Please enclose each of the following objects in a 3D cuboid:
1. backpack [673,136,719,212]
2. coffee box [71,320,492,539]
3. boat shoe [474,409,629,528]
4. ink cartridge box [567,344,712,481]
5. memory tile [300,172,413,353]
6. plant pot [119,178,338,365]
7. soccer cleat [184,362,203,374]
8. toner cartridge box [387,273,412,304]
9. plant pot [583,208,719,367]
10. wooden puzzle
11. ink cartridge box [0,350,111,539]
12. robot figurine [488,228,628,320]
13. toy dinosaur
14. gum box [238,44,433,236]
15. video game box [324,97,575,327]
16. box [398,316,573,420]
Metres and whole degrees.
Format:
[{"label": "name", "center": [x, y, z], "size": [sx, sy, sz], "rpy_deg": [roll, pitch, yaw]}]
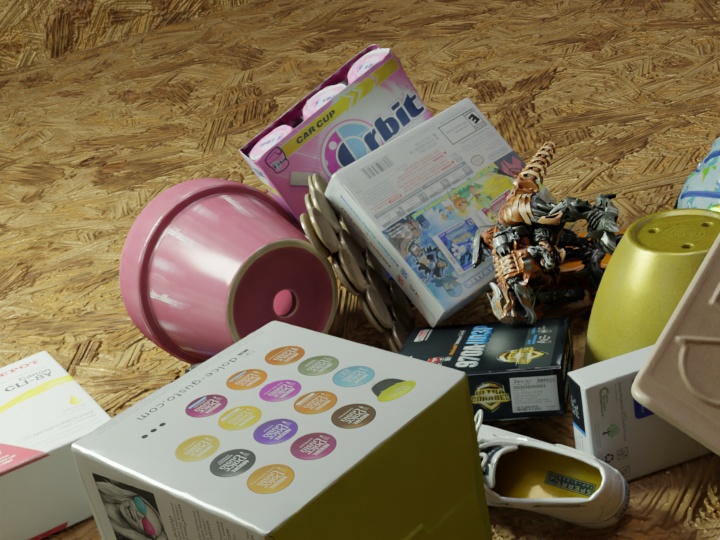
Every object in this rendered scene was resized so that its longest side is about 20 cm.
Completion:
[{"label": "backpack", "center": [0.396, -0.067, 1.208], "size": [0.162, 0.155, 0.200], "rpy_deg": [21, 18, 17]}, {"label": "coffee box", "center": [-0.043, 0.180, 0.847], "size": [0.197, 0.201, 0.199], "rpy_deg": [13, 33, 41]}, {"label": "boat shoe", "center": [0.107, 0.156, 0.961], "size": [0.201, 0.086, 0.075], "rpy_deg": [10, 70, 31]}, {"label": "ink cartridge box", "center": [0.272, 0.106, 1.005], "size": [0.199, 0.100, 0.039], "rpy_deg": [-15, 22, -11]}, {"label": "memory tile", "center": [0.000, 0.000, 1.245], "size": [0.017, 0.200, 0.153], "rpy_deg": [-30, 22, 12]}, {"label": "plant pot", "center": [-0.122, 0.014, 1.236], "size": [0.199, 0.201, 0.179], "rpy_deg": [-24, 23, -27]}, {"label": "soccer cleat", "center": [-0.088, 0.125, 1.173], "size": [0.199, 0.069, 0.073], "rpy_deg": [3, 3, 36]}, {"label": "toner cartridge box", "center": [0.094, -0.014, 1.410], "size": [0.199, 0.043, 0.095], "rpy_deg": [-18, 24, -16]}, {"label": "plant pot", "center": [0.300, 0.027, 1.114], "size": [0.199, 0.143, 0.200], "rpy_deg": [-9, 24, 4]}, {"label": "wooden puzzle", "center": [0.328, 0.077, 0.954], "size": [0.185, 0.046, 0.200], "rpy_deg": [34, 66, 5]}, {"label": "ink cartridge box", "center": [-0.320, 0.166, 1.135], "size": [0.145, 0.084, 0.200], "rpy_deg": [-23, 27, -25]}, {"label": "robot figurine", "center": [0.228, 0.005, 1.296], "size": [0.199, 0.059, 0.145], "rpy_deg": [-11, 24, -1]}, {"label": "toy dinosaur", "center": [0.180, -0.041, 1.191], "size": [0.135, 0.201, 0.102], "rpy_deg": [8, -7, 5]}, {"label": "gum box", "center": [-0.016, -0.143, 1.317], "size": [0.200, 0.114, 0.066], "rpy_deg": [-39, 26, -7]}, {"label": "video game box", "center": [0.095, -0.064, 1.250], "size": [0.200, 0.047, 0.182], "rpy_deg": [-32, 73, -29]}, {"label": "box", "center": [0.113, 0.090, 1.113], "size": [0.158, 0.046, 0.200], "rpy_deg": [-5, 9, 14]}]
